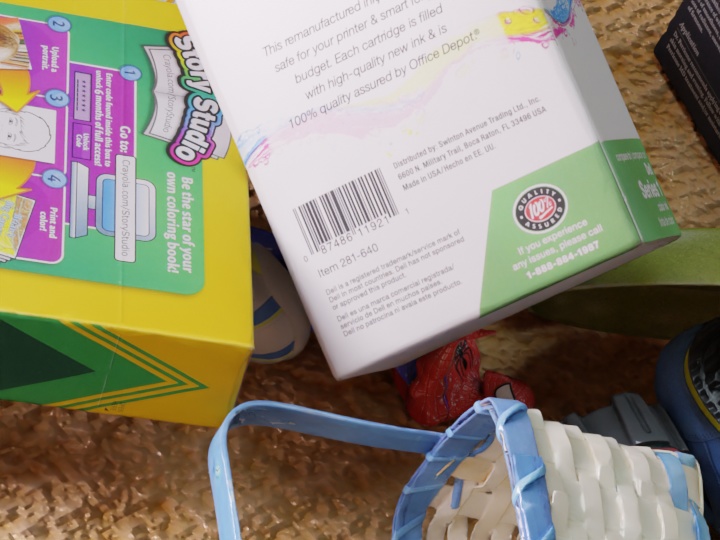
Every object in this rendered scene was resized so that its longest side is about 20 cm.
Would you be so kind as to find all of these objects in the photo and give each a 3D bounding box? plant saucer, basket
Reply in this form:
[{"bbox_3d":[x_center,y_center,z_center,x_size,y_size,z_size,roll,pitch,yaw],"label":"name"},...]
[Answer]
[{"bbox_3d":[0.175,0.007,1.309,0.199,0.200,0.031,7,81,-19],"label":"plant saucer"},{"bbox_3d":[0.040,0.140,1.127,0.199,0.139,0.177,11,55,-22],"label":"basket"}]

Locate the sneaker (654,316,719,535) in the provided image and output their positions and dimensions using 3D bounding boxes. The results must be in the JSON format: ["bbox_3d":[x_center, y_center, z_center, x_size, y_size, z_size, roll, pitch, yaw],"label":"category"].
[{"bbox_3d":[0.196,0.114,1.296,0.066,0.078,0.201,-26,80,-22],"label":"sneaker"}]

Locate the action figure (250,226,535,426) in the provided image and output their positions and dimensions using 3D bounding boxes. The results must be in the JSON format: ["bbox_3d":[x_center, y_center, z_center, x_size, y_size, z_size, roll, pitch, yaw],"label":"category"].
[{"bbox_3d":[0.000,0.000,1.298,0.199,0.099,0.065,32,42,5],"label":"action figure"}]

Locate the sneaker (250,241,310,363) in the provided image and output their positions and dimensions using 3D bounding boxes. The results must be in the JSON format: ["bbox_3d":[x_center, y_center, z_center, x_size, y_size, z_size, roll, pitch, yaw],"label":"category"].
[{"bbox_3d":[-0.125,0.007,1.258,0.199,0.076,0.105,28,56,10],"label":"sneaker"}]

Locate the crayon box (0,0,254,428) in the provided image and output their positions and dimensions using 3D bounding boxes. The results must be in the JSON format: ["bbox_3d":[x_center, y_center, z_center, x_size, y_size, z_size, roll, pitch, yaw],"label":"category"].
[{"bbox_3d":[-0.134,-0.035,1.190,0.172,0.058,0.201,9,45,-13],"label":"crayon box"}]

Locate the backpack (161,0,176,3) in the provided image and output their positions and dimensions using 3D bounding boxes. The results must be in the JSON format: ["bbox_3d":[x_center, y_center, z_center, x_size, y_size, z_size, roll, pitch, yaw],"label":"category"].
[{"bbox_3d":[-0.008,-0.112,1.331,0.200,0.167,0.127,39,4,23],"label":"backpack"}]

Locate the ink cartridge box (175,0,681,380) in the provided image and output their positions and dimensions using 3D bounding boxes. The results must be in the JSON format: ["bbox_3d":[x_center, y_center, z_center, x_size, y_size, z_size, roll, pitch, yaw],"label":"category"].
[{"bbox_3d":[0.024,-0.075,1.196,0.201,0.144,0.084,67,19,4],"label":"ink cartridge box"}]

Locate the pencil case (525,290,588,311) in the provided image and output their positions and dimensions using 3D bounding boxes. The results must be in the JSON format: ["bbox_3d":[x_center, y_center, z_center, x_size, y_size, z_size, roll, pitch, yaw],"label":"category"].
[{"bbox_3d":[0.061,-0.071,1.412,0.083,0.087,0.200,-30,59,-10],"label":"pencil case"}]

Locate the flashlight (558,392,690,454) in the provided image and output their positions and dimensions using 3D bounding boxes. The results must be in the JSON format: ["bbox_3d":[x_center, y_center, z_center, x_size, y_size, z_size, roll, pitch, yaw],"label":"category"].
[{"bbox_3d":[0.142,0.149,1.232,0.068,0.068,0.201,31,27,-52],"label":"flashlight"}]

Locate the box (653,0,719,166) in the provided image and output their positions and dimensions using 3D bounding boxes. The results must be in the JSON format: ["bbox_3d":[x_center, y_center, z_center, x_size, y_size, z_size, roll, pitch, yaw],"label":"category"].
[{"bbox_3d":[0.264,-0.112,1.473,0.104,0.183,0.201,-2,47,-27],"label":"box"}]
